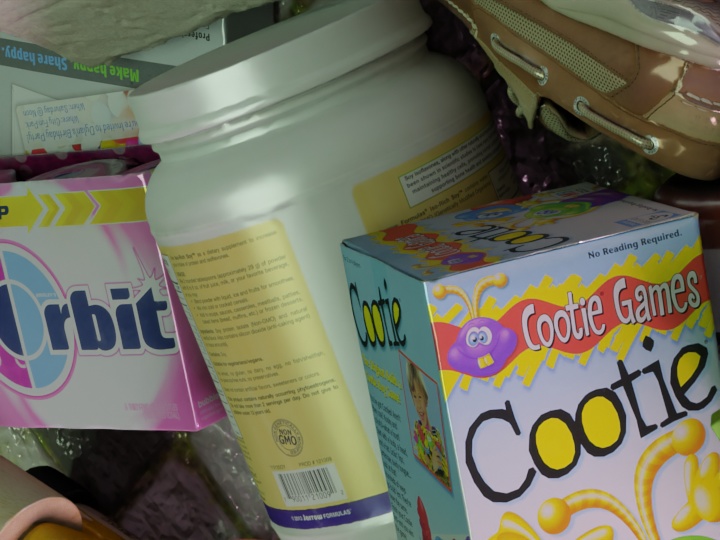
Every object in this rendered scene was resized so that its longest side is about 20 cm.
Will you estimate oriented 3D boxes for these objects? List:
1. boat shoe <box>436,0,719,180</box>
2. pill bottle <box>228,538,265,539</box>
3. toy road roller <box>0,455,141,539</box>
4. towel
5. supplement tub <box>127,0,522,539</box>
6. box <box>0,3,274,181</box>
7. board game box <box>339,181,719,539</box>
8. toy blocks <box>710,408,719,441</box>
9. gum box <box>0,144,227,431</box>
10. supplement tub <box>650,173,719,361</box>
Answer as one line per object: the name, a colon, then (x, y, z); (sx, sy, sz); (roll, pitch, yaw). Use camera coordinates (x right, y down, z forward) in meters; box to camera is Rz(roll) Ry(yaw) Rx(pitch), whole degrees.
boat shoe: (0.077, -0.085, 0.915); (0.200, 0.075, 0.072); (33, 118, 56)
pill bottle: (-0.053, 0.230, 1.140); (0.106, 0.106, 0.202); (10, 111, 38)
toy road roller: (-0.170, 0.170, 1.157); (0.122, 0.200, 0.147); (28, 85, 30)
towel: (-0.092, -0.135, 0.987); (0.199, 0.132, 0.035); (-13, 68, 40)
supplement tub: (0.000, 0.000, 0.978); (0.145, 0.145, 0.201); (-13, 103, 42)
box: (-0.105, -0.053, 1.133); (0.155, 0.041, 0.201); (13, 114, 37)
board game box: (0.071, 0.081, 0.874); (0.105, 0.102, 0.201); (-153, 51, -72)
toy blocks: (0.224, 0.095, 0.787); (0.136, 0.100, 0.201); (-33, 88, 10)
gum box: (-0.126, 0.008, 1.099); (0.199, 0.066, 0.114); (-2, 105, 40)
supplement tub: (0.171, 0.058, 0.891); (0.106, 0.107, 0.201); (-2, 103, 41)
